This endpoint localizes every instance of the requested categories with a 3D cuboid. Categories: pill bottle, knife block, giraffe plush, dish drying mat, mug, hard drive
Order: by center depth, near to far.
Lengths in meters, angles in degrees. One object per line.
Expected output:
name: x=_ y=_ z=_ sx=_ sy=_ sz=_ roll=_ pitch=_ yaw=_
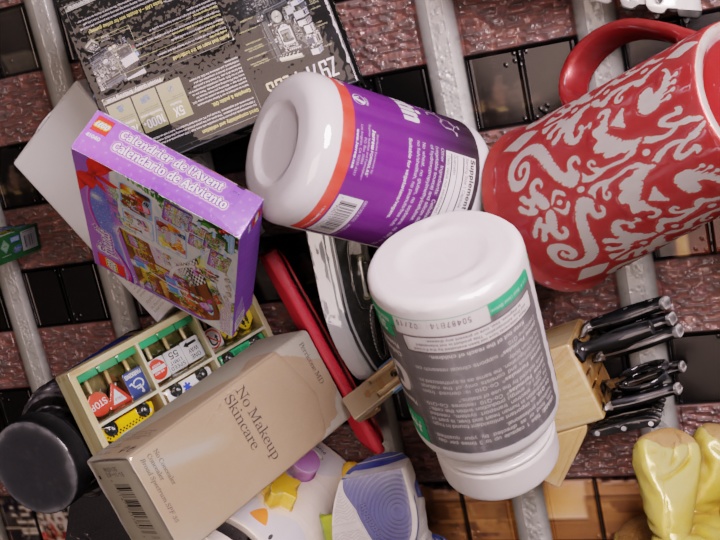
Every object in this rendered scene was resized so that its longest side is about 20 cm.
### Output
mug: x=0.186 y=-0.096 z=0.747 sx=0.200 sy=0.133 sz=0.178 roll=-30 pitch=79 yaw=56
pill bottle: x=0.083 y=0.067 z=0.793 sx=0.113 sy=0.113 sz=0.201 roll=-4 pitch=126 yaw=22
pill bottle: x=0.021 y=-0.073 z=0.822 sx=0.112 sy=0.199 sz=0.113 roll=-23 pitch=61 yaw=51
giraffe plush: x=0.260 y=0.241 z=0.869 sx=0.172 sy=0.200 sz=0.162 roll=25 pitch=147 yaw=2
knife block: x=0.158 y=0.077 z=0.892 sx=0.199 sy=0.064 sz=0.176 roll=24 pitch=114 yaw=13
dish drying mat: x=-0.034 y=0.070 z=0.965 sx=0.018 sy=0.077 sz=0.201 roll=-30 pitch=96 yaw=-11
pill bottle: x=-0.236 y=0.136 z=0.988 sx=0.111 sy=0.200 sz=0.112 roll=7 pitch=109 yaw=19
hard drive: x=-0.205 y=0.272 z=1.109 sx=0.199 sy=0.042 sz=0.135 roll=19 pitch=113 yaw=15

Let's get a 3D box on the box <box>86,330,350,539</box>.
box: x=-0.113 y=0.139 z=0.899 sx=0.078 sy=0.200 sz=0.095 roll=-16 pitch=106 yaw=50

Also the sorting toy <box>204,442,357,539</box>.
sorting toy: x=-0.087 y=0.221 z=0.969 sx=0.200 sy=0.180 sz=0.107 roll=36 pitch=116 yaw=6

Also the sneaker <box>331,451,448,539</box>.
sneaker: x=0.037 y=0.252 z=0.969 sx=0.080 sy=0.115 sz=0.200 roll=-10 pitch=101 yaw=17

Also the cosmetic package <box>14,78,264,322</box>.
cosmetic package: x=-0.200 y=-0.068 z=0.975 sx=0.113 sy=0.081 sz=0.200 roll=-41 pitch=89 yaw=27

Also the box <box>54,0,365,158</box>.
box: x=-0.117 y=-0.187 z=0.862 sx=0.199 sy=0.086 sz=0.164 roll=-22 pitch=94 yaw=6

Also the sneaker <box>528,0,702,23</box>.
sneaker: x=0.156 y=-0.240 z=0.790 sx=0.199 sy=0.066 sz=0.091 roll=12 pitch=108 yaw=13

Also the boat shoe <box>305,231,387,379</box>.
boat shoe: x=0.000 y=0.000 z=0.923 sx=0.071 sy=0.072 sz=0.201 roll=-12 pitch=111 yaw=9

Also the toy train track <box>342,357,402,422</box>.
toy train track: x=0.072 y=0.059 z=0.913 sx=0.200 sy=0.033 sz=0.115 roll=-39 pitch=59 yaw=7

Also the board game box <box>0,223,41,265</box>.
board game box: x=-0.416 y=-0.004 z=1.012 sx=0.134 sy=0.200 sz=0.029 roll=-2 pitch=104 yaw=21

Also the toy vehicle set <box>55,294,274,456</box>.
toy vehicle set: x=-0.153 y=0.103 z=0.948 sx=0.026 sy=0.200 sz=0.125 roll=-18 pitch=100 yaw=50

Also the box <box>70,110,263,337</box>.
box: x=-0.146 y=-0.028 z=0.836 sx=0.136 sy=0.039 sz=0.200 roll=28 pitch=155 yaw=4
